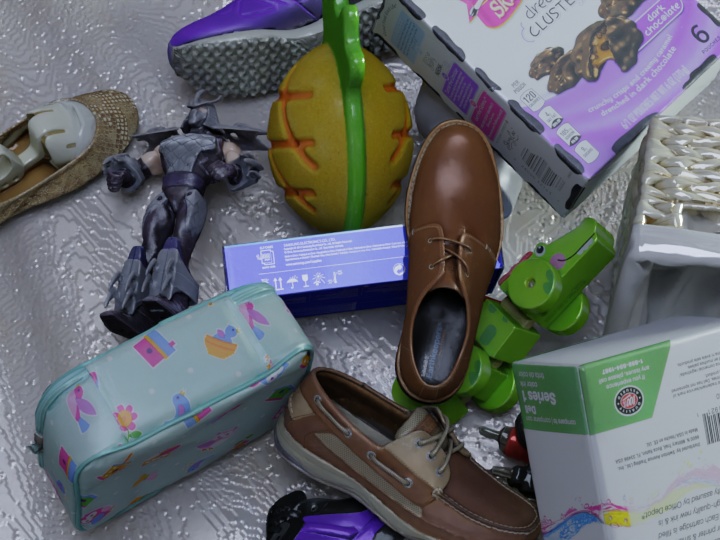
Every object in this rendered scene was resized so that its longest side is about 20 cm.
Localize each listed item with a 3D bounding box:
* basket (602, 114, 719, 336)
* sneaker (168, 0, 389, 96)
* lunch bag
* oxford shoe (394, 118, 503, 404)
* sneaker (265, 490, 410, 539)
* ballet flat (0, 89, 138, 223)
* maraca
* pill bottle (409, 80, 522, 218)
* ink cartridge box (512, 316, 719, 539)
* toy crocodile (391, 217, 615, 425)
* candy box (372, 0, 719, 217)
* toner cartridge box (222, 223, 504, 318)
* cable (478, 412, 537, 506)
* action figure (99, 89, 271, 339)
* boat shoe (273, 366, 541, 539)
[{"bbox_3d":[0.246,-0.007,1.562,0.135,0.200,0.124,6,59,2],"label":"basket"},{"bbox_3d":[-0.059,-0.204,1.712,0.199,0.070,0.100,-15,59,-11],"label":"sneaker"},{"bbox_3d":[-0.135,0.096,1.533,0.199,0.161,0.077,-27,74,-18],"label":"lunch bag"},{"bbox_3d":[0.064,-0.009,1.526,0.071,0.071,0.201,5,84,-1],"label":"oxford shoe"},{"bbox_3d":[-0.045,0.210,1.533,0.200,0.070,0.100,-30,65,-19],"label":"sneaker"},{"bbox_3d":[-0.253,-0.083,1.659,0.200,0.065,0.071,-36,71,-16],"label":"ballet flat"},{"bbox_3d":[-0.014,-0.114,1.606,0.106,0.201,0.137,-7,36,-13],"label":"maraca"},{"bbox_3d":[0.105,-0.142,1.665,0.111,0.111,0.201,17,67,7],"label":"pill bottle"},{"bbox_3d":[0.194,0.143,1.453,0.144,0.084,0.201,-13,96,-29],"label":"ink cartridge box"},{"bbox_3d":[0.105,0.039,1.584,0.200,0.067,0.062,-49,56,11],"label":"toy crocodile"},{"bbox_3d":[0.138,-0.169,1.580,0.200,0.072,0.168,44,69,9],"label":"candy box"},{"bbox_3d":[0.000,0.000,1.605,0.199,0.095,0.043,-7,79,-4],"label":"toner cartridge box"},{"bbox_3d":[0.172,0.157,1.577,0.199,0.050,0.098,17,70,-4],"label":"cable"},{"bbox_3d":[-0.135,-0.049,1.631,0.130,0.069,0.201,-7,59,34],"label":"action figure"},{"bbox_3d":[0.035,0.131,1.515,0.199,0.072,0.076,25,31,7],"label":"boat shoe"}]
